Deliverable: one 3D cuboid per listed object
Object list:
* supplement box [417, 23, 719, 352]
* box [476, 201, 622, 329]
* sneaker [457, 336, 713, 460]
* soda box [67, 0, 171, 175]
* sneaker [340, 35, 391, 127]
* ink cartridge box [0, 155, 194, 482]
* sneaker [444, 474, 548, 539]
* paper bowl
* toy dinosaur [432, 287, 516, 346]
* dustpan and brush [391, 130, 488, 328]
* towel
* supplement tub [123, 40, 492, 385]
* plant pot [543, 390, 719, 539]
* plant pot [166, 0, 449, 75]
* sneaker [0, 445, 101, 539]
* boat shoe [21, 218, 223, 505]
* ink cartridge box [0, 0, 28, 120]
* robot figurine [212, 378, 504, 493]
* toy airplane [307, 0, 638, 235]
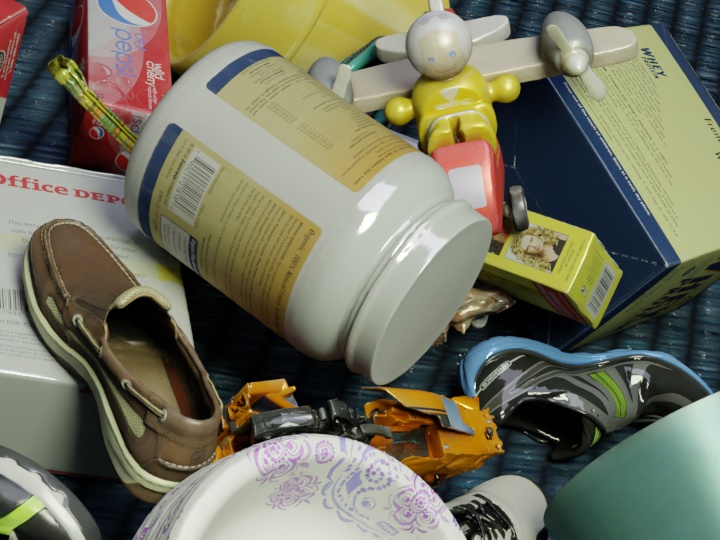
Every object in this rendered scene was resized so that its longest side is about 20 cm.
[{"bbox_3d":[0.190,-0.067,1.349,0.199,0.134,0.201,-16,70,-49],"label":"supplement box"},{"bbox_3d":[0.084,-0.022,1.253,0.199,0.050,0.075,21,-12,30],"label":"box"},{"bbox_3d":[0.163,0.099,1.254,0.198,0.071,0.083,7,54,-22],"label":"sneaker"},{"bbox_3d":[-0.188,-0.159,1.357,0.069,0.064,0.201,11,38,-19],"label":"soda box"},{"bbox_3d":[-0.027,-0.098,1.296,0.077,0.091,0.201,33,74,-2],"label":"sneaker"},{"bbox_3d":[-0.189,0.028,1.109,0.144,0.084,0.201,10,40,-22],"label":"ink cartridge box"},{"bbox_3d":[0.067,0.175,1.087,0.074,0.080,0.200,36,36,17],"label":"sneaker"},{"bbox_3d":[-0.038,0.195,0.939,0.199,0.104,0.202,11,69,-29],"label":"paper bowl"},{"bbox_3d":[0.000,0.000,1.227,0.199,0.086,0.135,36,8,9],"label":"toy dinosaur"},{"bbox_3d":[0.080,-0.029,1.353,0.139,0.057,0.201,18,52,-20],"label":"dustpan and brush"},{"bbox_3d":[-0.140,-0.073,1.214,0.200,0.018,0.086,46,-1,-19],"label":"towel"},{"bbox_3d":[-0.032,-0.035,1.088,0.199,0.145,0.144,36,38,18],"label":"supplement tub"},{"bbox_3d":[0.237,0.183,1.089,0.199,0.201,0.162,-7,61,-36],"label":"plant pot"},{"bbox_3d":[-0.039,-0.217,1.422,0.188,0.201,0.202,25,33,-28],"label":"plant pot"},{"bbox_3d":[-0.244,0.132,0.986,0.199,0.072,0.083,27,62,3],"label":"sneaker"},{"bbox_3d":[-0.131,0.034,1.005,0.074,0.075,0.203,-8,50,-39],"label":"boat shoe"},{"bbox_3d":[-0.316,-0.096,1.135,0.083,0.145,0.200,29,36,8],"label":"ink cartridge box"},{"bbox_3d":[-0.019,0.113,1.065,0.199,0.145,0.059,9,52,-37],"label":"robot figurine"},{"bbox_3d":[0.061,-0.132,1.189,0.198,0.141,0.200,31,68,27],"label":"toy airplane"}]
